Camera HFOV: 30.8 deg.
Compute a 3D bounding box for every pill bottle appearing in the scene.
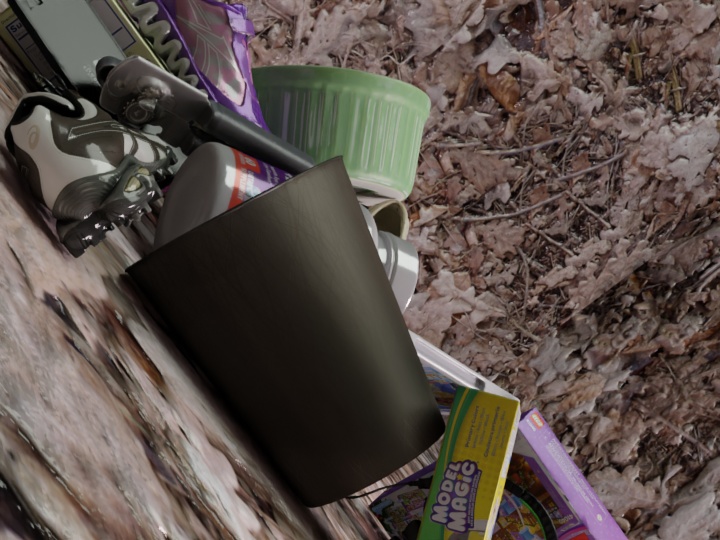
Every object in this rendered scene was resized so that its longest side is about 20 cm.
[{"bbox_3d":[-0.056,-0.019,1.064,0.200,0.112,0.111,21,16,-27],"label":"pill bottle"}]

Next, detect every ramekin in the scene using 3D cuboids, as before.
[{"bbox_3d":[-0.035,-0.125,1.265,0.200,0.199,0.098,52,43,-82],"label":"ramekin"}]

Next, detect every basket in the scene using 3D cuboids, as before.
[{"bbox_3d":[-0.038,0.048,0.893,0.136,0.180,0.200,-26,-88,52],"label":"basket"}]

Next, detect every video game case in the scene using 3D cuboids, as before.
[{"bbox_3d":[0.019,0.078,1.078,0.143,0.018,0.200,-4,-27,42],"label":"video game case"}]

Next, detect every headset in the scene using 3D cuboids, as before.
[{"bbox_3d":[0.068,0.213,1.080,0.200,0.124,0.094,29,-5,12],"label":"headset"}]

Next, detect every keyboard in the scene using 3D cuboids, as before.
[{"bbox_3d":[-0.226,-0.145,1.073,0.200,0.040,0.104,56,38,-5],"label":"keyboard"}]

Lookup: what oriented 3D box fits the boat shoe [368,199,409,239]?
[{"bbox_3d":[0.000,0.000,1.201,0.071,0.063,0.200,34,32,-3],"label":"boat shoe"}]

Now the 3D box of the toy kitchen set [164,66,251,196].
[{"bbox_3d":[-0.161,-0.143,1.395,0.181,0.163,0.200,54,1,43],"label":"toy kitchen set"}]

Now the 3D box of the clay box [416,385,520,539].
[{"bbox_3d":[0.064,0.183,0.887,0.047,0.200,0.115,15,-8,10],"label":"clay box"}]

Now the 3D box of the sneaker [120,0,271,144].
[{"bbox_3d":[-0.124,-0.188,1.149,0.200,0.088,0.080,55,-1,3],"label":"sneaker"}]

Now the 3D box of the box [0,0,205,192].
[{"bbox_3d":[-0.221,-0.166,1.193,0.200,0.097,0.176,54,0,-7],"label":"box"}]

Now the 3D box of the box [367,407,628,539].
[{"bbox_3d":[0.114,0.219,1.136,0.137,0.200,0.039,56,41,2],"label":"box"}]

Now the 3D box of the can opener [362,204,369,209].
[{"bbox_3d":[-0.086,-0.042,1.293,0.063,0.200,0.079,123,-41,-58],"label":"can opener"}]

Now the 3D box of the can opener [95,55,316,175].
[{"bbox_3d":[-0.127,-0.122,1.081,0.200,0.053,0.067,27,22,-34],"label":"can opener"}]

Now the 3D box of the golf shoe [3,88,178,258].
[{"bbox_3d":[-0.168,-0.076,0.806,0.095,0.078,0.200,53,-1,-13],"label":"golf shoe"}]
